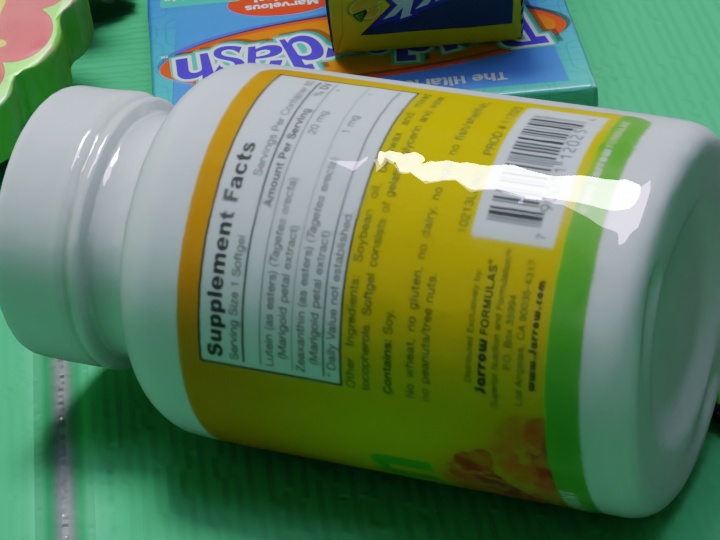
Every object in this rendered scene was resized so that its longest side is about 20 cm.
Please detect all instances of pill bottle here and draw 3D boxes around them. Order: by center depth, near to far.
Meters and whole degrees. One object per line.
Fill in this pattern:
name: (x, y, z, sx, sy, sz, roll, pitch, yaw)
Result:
pill bottle: (0.000, 0.000, 0.810, 0.199, 0.112, 0.111, 9, 32, 22)

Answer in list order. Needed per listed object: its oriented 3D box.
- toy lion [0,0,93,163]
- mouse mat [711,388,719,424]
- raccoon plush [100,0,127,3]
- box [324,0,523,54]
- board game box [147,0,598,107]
toy lion: (-0.205, -0.084, 1.011, 0.191, 0.069, 0.200, 35, 62, 29)
mouse mat: (0.167, -0.007, 0.911, 0.199, 0.008, 0.161, -15, 32, -21)
raccoon plush: (-0.131, -0.198, 1.106, 0.133, 0.201, 0.097, 21, 6, 22)
box: (0.013, -0.173, 0.998, 0.070, 0.064, 0.201, -5, 54, -2)
board game box: (-0.002, -0.085, 1.027, 0.151, 0.045, 0.200, -5, 30, -4)
